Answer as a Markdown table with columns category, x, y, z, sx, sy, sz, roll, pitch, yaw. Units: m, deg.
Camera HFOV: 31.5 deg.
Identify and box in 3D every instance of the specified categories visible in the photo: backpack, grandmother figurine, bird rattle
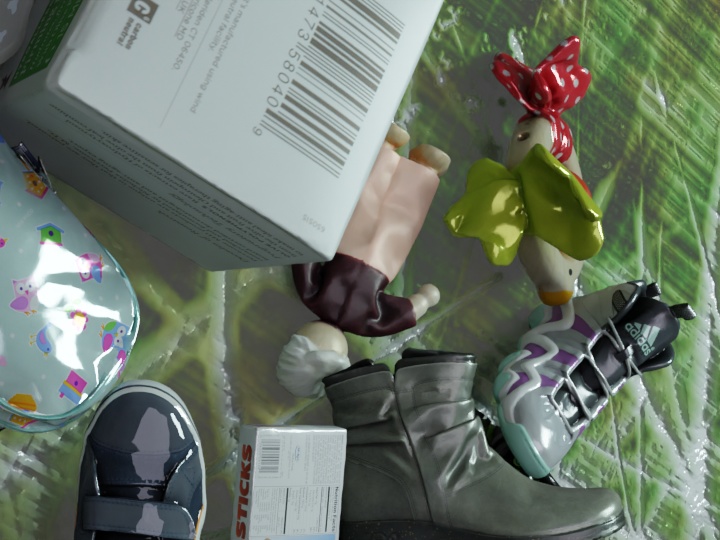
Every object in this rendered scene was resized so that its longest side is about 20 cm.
| category | x | y | z | sx | sy | sz | roll | pitch | yaw |
| --- | --- | --- | --- | --- | --- | --- | --- | --- | --- |
| backpack | -0.225 | 0.007 | 0.724 | 0.201 | 0.126 | 0.167 | 51 | 61 | -23 |
| grandmother figurine | 0.000 | 0.000 | 0.909 | 0.120 | 0.061 | 0.202 | 26 | 76 | 0 |
| bird rattle | 0.133 | -0.068 | 0.972 | 0.202 | 0.111 | 0.164 | -80 | 153 | -47 |

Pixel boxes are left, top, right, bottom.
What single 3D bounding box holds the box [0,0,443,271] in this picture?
| category | x | y | z | sx | sy | sz | roll | pitch | yaw |
| --- | --- | --- | --- | --- | --- | --- | --- | --- | --- |
| box | -0.093 | -0.133 | 0.784 | 0.199 | 0.170 | 0.201 | 31 | 72 | -26 |

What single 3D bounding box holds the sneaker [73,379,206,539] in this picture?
| category | x | y | z | sx | sy | sz | roll | pitch | yaw |
| --- | --- | --- | --- | --- | --- | --- | --- | --- | --- |
| sneaker | -0.129 | 0.169 | 0.729 | 0.077 | 0.079 | 0.204 | 4 | 99 | -8 |

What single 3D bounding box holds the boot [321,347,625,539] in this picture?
| category | x | y | z | sx | sy | sz | roll | pitch | yaw |
| --- | --- | --- | --- | --- | --- | --- | --- | --- | --- |
| boot | 0.073 | 0.116 | 0.836 | 0.196 | 0.068 | 0.133 | -2 | 87 | 3 |

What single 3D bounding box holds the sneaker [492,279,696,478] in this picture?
| category | x | y | z | sx | sy | sz | roll | pitch | yaw |
| --- | --- | --- | --- | --- | --- | --- | --- | --- | --- |
| sneaker | 0.178 | 0.062 | 0.923 | 0.078 | 0.139 | 0.201 | 55 | 31 | -18 |

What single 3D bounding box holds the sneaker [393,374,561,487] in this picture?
| category | x | y | z | sx | sy | sz | roll | pitch | yaw |
| --- | --- | --- | --- | --- | --- | --- | --- | --- | --- |
| sneaker | 0.090 | 0.136 | 0.941 | 0.199 | 0.082 | 0.071 | 39 | 69 | -25 |

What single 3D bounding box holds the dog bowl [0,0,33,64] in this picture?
| category | x | y | z | sx | sy | sz | roll | pitch | yaw |
| --- | --- | --- | --- | --- | --- | --- | --- | --- | --- |
| dog bowl | -0.263 | -0.195 | 0.696 | 0.197 | 0.059 | 0.203 | 12 | 56 | -18 |

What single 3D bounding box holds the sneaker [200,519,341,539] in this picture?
| category | x | y | z | sx | sy | sz | roll | pitch | yaw |
| --- | --- | --- | --- | --- | --- | --- | --- | --- | --- |
| sneaker | -0.075 | 0.209 | 0.839 | 0.198 | 0.075 | 0.086 | -15 | 92 | -31 |

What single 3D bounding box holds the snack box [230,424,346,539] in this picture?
| category | x | y | z | sx | sy | sz | roll | pitch | yaw |
| --- | --- | --- | --- | --- | --- | --- | --- | --- | --- |
| snack box | -0.050 | 0.200 | 0.805 | 0.071 | 0.024 | 0.204 | 6 | 88 | -39 |
